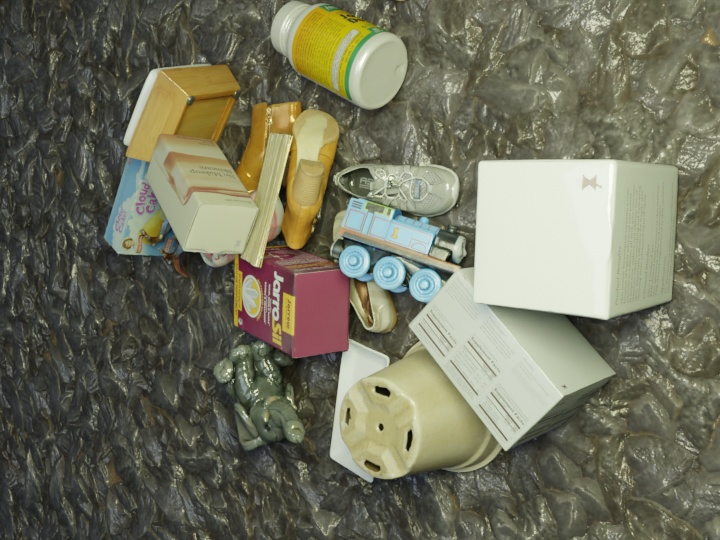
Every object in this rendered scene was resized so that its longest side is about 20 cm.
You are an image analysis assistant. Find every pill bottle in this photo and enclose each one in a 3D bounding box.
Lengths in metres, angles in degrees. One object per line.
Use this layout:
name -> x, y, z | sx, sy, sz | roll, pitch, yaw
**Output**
pill bottle -> -0.037, -0.324, 1.263 | 0.200, 0.113, 0.113 | 34, 114, 32

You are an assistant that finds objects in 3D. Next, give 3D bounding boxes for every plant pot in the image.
plant pot -> 0.076, 0.196, 1.172 | 0.200, 0.183, 0.202 | 4, 96, 39

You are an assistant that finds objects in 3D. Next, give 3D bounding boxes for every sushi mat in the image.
sushi mat -> -0.141, -0.108, 1.275 | 0.096, 0.012, 0.201 | 21, 97, 67

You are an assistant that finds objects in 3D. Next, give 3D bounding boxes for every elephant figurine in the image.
elephant figurine -> -0.151, 0.224, 1.381 | 0.141, 0.155, 0.201 | -34, 63, 12

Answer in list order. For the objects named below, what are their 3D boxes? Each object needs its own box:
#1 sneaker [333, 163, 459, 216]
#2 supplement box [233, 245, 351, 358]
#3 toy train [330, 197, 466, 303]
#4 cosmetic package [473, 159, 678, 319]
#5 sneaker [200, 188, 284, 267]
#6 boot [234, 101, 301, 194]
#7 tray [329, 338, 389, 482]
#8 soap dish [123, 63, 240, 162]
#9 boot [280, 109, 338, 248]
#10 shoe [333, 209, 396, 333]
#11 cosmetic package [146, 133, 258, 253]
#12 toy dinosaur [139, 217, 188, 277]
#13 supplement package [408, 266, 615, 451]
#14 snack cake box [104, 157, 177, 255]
sneaker -> 0.049, -0.115, 1.231 | 0.199, 0.082, 0.075 | 6, 97, 38
supplement box -> -0.108, 0.043, 1.322 | 0.200, 0.103, 0.132 | 18, 109, 53
toy train -> 0.058, -0.026, 1.204 | 0.199, 0.087, 0.115 | 18, 90, 16
cosmetic package -> 0.253, -0.043, 0.999 | 0.166, 0.200, 0.168 | 6, 97, 38
sneaker -> -0.200, -0.061, 1.385 | 0.076, 0.104, 0.200 | 60, 145, 6
boot -> -0.169, -0.197, 1.410 | 0.200, 0.071, 0.145 | -9, 87, 31
tray -> 0.003, 0.213, 1.325 | 0.107, 0.022, 0.201 | 20, 106, 49
soap dish -> -0.291, -0.260, 1.429 | 0.081, 0.200, 0.158 | 35, 115, 11
boot -> -0.085, -0.140, 1.304 | 0.202, 0.070, 0.144 | -86, 12, -49
shoe -> 0.000, 0.000, 1.298 | 0.070, 0.053, 0.201 | -28, 76, 36
cosmetic package -> -0.246, -0.120, 1.318 | 0.200, 0.103, 0.088 | 53, 129, 40
toy dinosaur -> -0.300, -0.106, 1.520 | 0.181, 0.200, 0.105 | -43, 74, -9
supplement package -> 0.192, 0.100, 1.087 | 0.200, 0.155, 0.111 | 53, 123, 23
snack cake box -> -0.371, -0.128, 1.540 | 0.067, 0.115, 0.201 | 42, 119, 39
